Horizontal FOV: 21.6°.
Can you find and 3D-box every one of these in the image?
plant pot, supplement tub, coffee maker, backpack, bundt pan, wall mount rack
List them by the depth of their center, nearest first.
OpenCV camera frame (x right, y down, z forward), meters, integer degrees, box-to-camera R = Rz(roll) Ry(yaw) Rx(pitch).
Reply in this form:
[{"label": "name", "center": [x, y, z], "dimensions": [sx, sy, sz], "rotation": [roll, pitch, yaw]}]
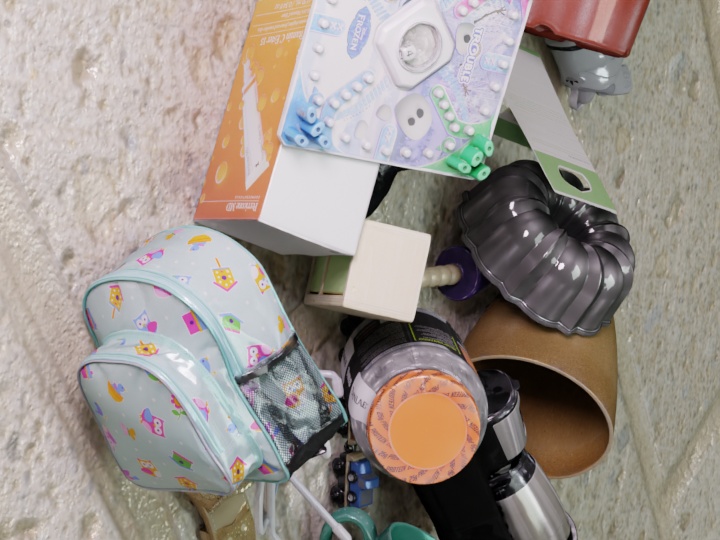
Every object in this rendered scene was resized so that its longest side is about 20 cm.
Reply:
[{"label": "backpack", "center": [-0.131, 0.073, 1.478], "dimensions": [0.153, 0.175, 0.201], "rotation": [-32, 110, -38]}, {"label": "wall mount rack", "center": [-0.048, 0.191, 1.649], "dimensions": [0.200, 0.074, 0.175], "rotation": [-77, 169, -67]}, {"label": "supplement tub", "center": [0.047, 0.111, 1.673], "dimensions": [0.200, 0.121, 0.124], "rotation": [-107, -162, -77]}, {"label": "coffee maker", "center": [0.100, 0.224, 1.872], "dimensions": [0.191, 0.134, 0.201], "rotation": [-34, 117, -16]}, {"label": "plant pot", "center": [0.226, -0.326, 1.894], "dimensions": [0.200, 0.200, 0.197], "rotation": [6, 102, -56]}, {"label": "bundt pan", "center": [0.198, -0.035, 1.906], "dimensions": [0.201, 0.202, 0.076], "rotation": [-16, 152, -53]}, {"label": "plant pot", "center": [0.193, 0.083, 1.974], "dimensions": [0.201, 0.185, 0.187], "rotation": [-68, 146, -42]}]

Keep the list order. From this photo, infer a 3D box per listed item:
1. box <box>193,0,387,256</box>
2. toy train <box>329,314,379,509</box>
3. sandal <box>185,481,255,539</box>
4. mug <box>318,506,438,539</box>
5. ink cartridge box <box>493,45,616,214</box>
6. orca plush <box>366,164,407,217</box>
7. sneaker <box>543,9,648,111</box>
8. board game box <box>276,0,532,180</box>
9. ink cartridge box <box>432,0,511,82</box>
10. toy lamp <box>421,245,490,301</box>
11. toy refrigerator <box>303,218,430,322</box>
[{"label": "box", "center": [-0.047, -0.121, 1.572], "dimensions": [0.097, 0.124, 0.202], "rotation": [20, 81, -30]}, {"label": "toy train", "center": [0.000, 0.140, 1.799], "dimensions": [0.034, 0.046, 0.202], "rotation": [-10, 107, -54]}, {"label": "sandal", "center": [-0.114, 0.181, 1.623], "dimensions": [0.078, 0.069, 0.213], "rotation": [-48, 135, -37]}, {"label": "mug", "center": [0.039, 0.322, 1.791], "dimensions": [0.115, 0.185, 0.152], "rotation": [-49, 145, 13]}, {"label": "ink cartridge box", "center": [0.167, -0.140, 1.868], "dimensions": [0.145, 0.048, 0.201], "rotation": [13, 50, -56]}, {"label": "orca plush", "center": [0.040, -0.119, 1.733], "dimensions": [0.201, 0.071, 0.105], "rotation": [-60, 175, -31]}, {"label": "sneaker", "center": [0.272, -0.264, 2.067], "dimensions": [0.200, 0.075, 0.116], "rotation": [-43, 132, -34]}, {"label": "board game box", "center": [0.047, -0.179, 1.505], "dimensions": [0.199, 0.026, 0.202], "rotation": [8, 105, -33]}, {"label": "ink cartridge box", "center": [0.041, -0.247, 1.615], "dimensions": [0.066, 0.200, 0.117], "rotation": [-23, 121, -23]}, {"label": "toy lamp", "center": [0.066, 0.006, 1.851], "dimensions": [0.199, 0.058, 0.059], "rotation": [-8, 105, -55]}, {"label": "toy refrigerator", "center": [0.000, 0.000, 1.644], "dimensions": [0.200, 0.069, 0.077], "rotation": [-179, -79, -80]}]
